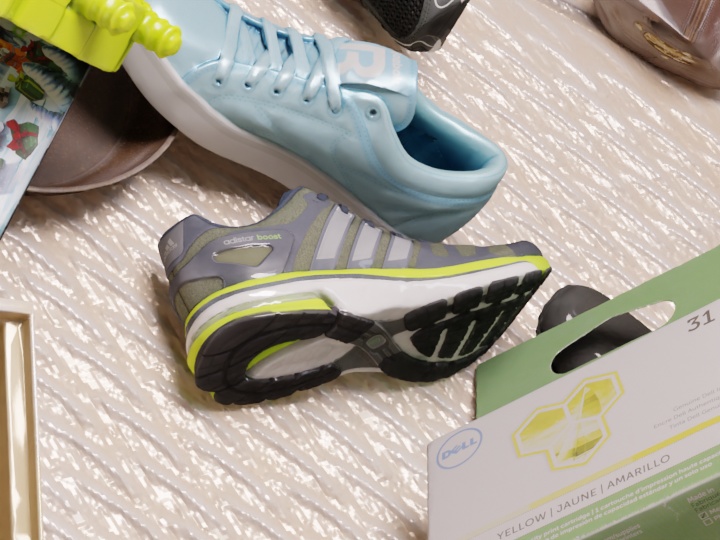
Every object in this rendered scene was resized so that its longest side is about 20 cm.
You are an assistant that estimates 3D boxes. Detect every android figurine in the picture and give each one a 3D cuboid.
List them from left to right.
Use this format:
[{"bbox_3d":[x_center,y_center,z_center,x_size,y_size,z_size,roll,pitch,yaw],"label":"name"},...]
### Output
[{"bbox_3d":[-0.160,-0.138,1.157,0.199,0.041,0.182,32,4,23],"label":"android figurine"}]

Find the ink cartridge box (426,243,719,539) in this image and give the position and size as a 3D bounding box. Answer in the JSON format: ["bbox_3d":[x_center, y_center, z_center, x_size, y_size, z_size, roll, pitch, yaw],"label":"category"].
[{"bbox_3d":[0.098,0.057,1.183,0.048,0.145,0.201,52,22,-30],"label":"ink cartridge box"}]

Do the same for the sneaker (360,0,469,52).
[{"bbox_3d":[-0.021,-0.179,1.393,0.086,0.081,0.200,-9,48,-35],"label":"sneaker"}]

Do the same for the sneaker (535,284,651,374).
[{"bbox_3d":[0.164,0.073,1.286,0.200,0.091,0.076,44,43,7],"label":"sneaker"}]

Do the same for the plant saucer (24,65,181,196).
[{"bbox_3d":[-0.168,-0.106,1.242,0.199,0.032,0.201,21,45,-22],"label":"plant saucer"}]

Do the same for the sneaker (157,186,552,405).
[{"bbox_3d":[0.000,0.000,1.245,0.199,0.074,0.081,-3,53,-40],"label":"sneaker"}]

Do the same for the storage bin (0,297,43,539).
[{"bbox_3d":[-0.213,0.106,0.949,0.199,0.094,0.200,9,63,-31],"label":"storage bin"}]

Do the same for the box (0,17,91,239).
[{"bbox_3d":[-0.204,-0.037,1.116,0.136,0.040,0.201,30,55,-10],"label":"box"}]

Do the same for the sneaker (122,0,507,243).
[{"bbox_3d":[-0.017,-0.082,1.265,0.199,0.082,0.074,31,39,-31],"label":"sneaker"}]

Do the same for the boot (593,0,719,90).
[{"bbox_3d":[0.217,-0.154,1.553,0.186,0.064,0.201,34,45,-13],"label":"boot"}]
